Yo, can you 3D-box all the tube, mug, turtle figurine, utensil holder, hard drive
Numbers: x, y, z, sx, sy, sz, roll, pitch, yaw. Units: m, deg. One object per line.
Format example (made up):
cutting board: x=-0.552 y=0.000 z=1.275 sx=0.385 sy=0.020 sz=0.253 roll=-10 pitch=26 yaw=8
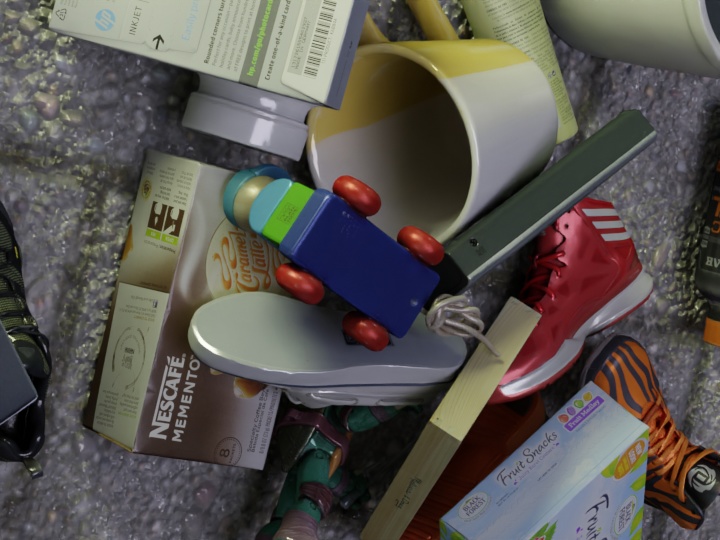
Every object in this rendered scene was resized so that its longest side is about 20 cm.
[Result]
tube: x=0.111 y=-0.189 z=1.707 sx=0.058 sy=0.052 sz=0.201 roll=-57 pitch=130 yaw=-59
mug: x=0.064 y=-0.118 z=1.624 sx=0.153 sy=0.149 sz=0.187 roll=-22 pitch=117 yaw=-49
turtle figurine: x=-0.018 y=0.133 z=1.654 sx=0.100 sy=0.150 sz=0.200 roll=24 pitch=60 yaw=5
utensil holder: x=0.249 y=-0.228 z=1.695 sx=0.169 sy=0.200 sz=0.171 roll=-7 pitch=104 yaw=-31
hard drive: x=0.111 y=-0.033 z=1.631 sx=0.200 sy=0.140 sz=0.033 roll=-37 pitch=87 yaw=-28

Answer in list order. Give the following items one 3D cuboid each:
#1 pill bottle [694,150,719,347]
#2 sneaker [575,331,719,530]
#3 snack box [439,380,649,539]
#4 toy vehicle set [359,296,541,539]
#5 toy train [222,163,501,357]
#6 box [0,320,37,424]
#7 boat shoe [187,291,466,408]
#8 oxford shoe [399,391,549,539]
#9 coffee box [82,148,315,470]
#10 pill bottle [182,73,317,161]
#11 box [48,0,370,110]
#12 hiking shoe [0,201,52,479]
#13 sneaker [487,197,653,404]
pill bottle: x=0.334 y=-0.031 z=1.857 sx=0.106 sy=0.106 sz=0.201 roll=7 pitch=96 yaw=-36
sneaker: x=0.242 y=0.131 z=1.792 sx=0.078 sy=0.112 sz=0.200 roll=-47 pitch=141 yaw=-15
snack box: x=0.141 y=0.204 z=1.745 sx=0.169 sy=0.068 sz=0.200 roll=-39 pitch=152 yaw=-23
toy vehicle set: x=0.063 y=0.115 z=1.639 sx=0.026 sy=0.200 sz=0.124 roll=33 pitch=57 yaw=4
toy train: x=0.000 y=0.000 z=1.534 sx=0.200 sy=0.116 sz=0.085 roll=37 pitch=85 yaw=-41
box: x=-0.317 y=0.007 z=1.353 sx=0.123 sy=0.198 sz=0.200 roll=-35 pitch=118 yaw=-24
boat shoe: x=-0.027 y=0.065 z=1.549 sx=0.199 sy=0.074 sz=0.065 roll=8 pitch=135 yaw=-20
oxford shoe: x=0.084 y=0.181 z=1.752 sx=0.200 sy=0.071 sz=0.073 roll=-45 pitch=126 yaw=-19
coffee box: x=-0.108 y=0.028 z=1.576 sx=0.114 sy=0.080 sz=0.201 roll=13 pitch=92 yaw=-36
pill bottle: x=-0.055 y=-0.182 z=1.548 sx=0.113 sy=0.113 sz=0.201 roll=16 pitch=91 yaw=-36
box: x=-0.089 y=-0.204 z=1.479 sx=0.041 sy=0.199 sz=0.156 roll=10 pitch=95 yaw=-76
hiking shoe: x=-0.234 y=0.033 z=1.476 sx=0.076 sy=0.101 sz=0.201 roll=-21 pitch=111 yaw=-30
sneaker: x=0.135 y=0.012 z=1.759 sx=0.200 sy=0.078 sz=0.116 roll=-38 pitch=111 yaw=-37
